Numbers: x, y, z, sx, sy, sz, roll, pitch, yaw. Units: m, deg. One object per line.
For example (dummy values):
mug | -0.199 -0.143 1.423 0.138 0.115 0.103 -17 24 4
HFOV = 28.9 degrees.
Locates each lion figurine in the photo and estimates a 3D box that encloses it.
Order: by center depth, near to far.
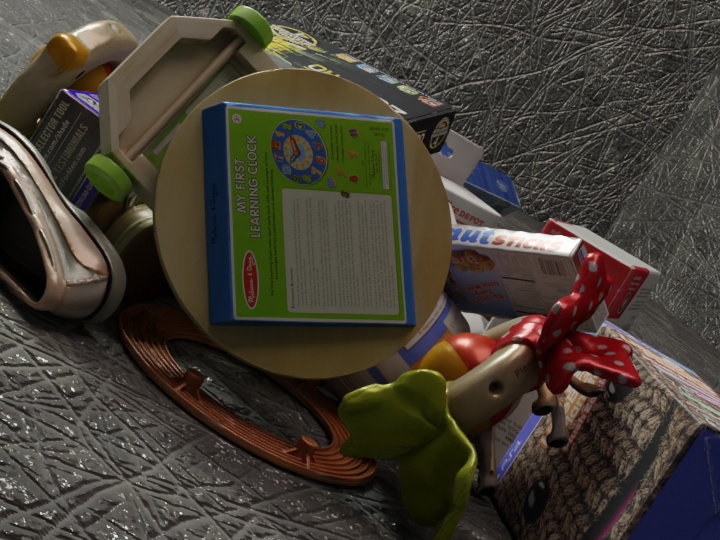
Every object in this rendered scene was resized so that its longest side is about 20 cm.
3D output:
lion figurine | 0.098 0.084 1.027 0.072 0.200 0.123 20 49 -34

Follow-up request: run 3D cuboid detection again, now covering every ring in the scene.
ring | -0.071 0.076 0.932 0.200 0.019 0.200 31 10 -6

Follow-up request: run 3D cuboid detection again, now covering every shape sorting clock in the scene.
shape sorting clock | -0.034 -0.031 0.886 0.199 0.201 0.039 29 -23 -17

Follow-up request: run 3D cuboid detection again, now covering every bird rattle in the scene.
bird rattle | 0.075 0.065 0.890 0.113 0.200 0.163 49 -8 -9
bird rattle | -0.221 -0.115 1.028 0.113 0.163 0.200 53 24 11

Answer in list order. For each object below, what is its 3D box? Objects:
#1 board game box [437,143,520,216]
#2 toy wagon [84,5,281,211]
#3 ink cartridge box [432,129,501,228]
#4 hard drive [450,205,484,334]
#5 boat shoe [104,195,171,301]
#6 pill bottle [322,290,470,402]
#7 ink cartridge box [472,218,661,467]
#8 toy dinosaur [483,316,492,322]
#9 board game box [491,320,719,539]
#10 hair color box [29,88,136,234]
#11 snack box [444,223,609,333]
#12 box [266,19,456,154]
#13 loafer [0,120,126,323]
board game box | 0.032 -0.062 1.441 0.200 0.198 0.044 19 50 -54
toy wagon | -0.079 -0.068 0.914 0.200 0.155 0.040 47 -23 -16
ink cartridge box | 0.049 -0.033 1.299 0.116 0.201 0.068 22 14 -45
hard drive | 0.000 0.000 1.127 0.199 0.026 0.133 3 62 -32
boat shoe | -0.146 -0.022 1.004 0.063 0.073 0.200 49 2 9
pill bottle | -0.020 0.002 1.014 0.200 0.112 0.112 52 6 -13
ink cartridge box | 0.156 0.066 1.163 0.083 0.201 0.144 31 9 19
toy dinosaur | 0.024 0.010 1.205 0.199 0.136 0.086 24 13 -38
board game box | 0.192 0.150 0.977 0.096 0.160 0.200 29 10 -18
hair color box | -0.182 -0.067 1.011 0.065 0.110 0.200 35 11 7
snack box | 0.084 0.000 1.030 0.199 0.024 0.072 9 -43 40
box | -0.039 -0.153 1.202 0.199 0.049 0.161 31 27 21
loafer | -0.228 -0.041 0.877 0.200 0.072 0.063 40 19 25
